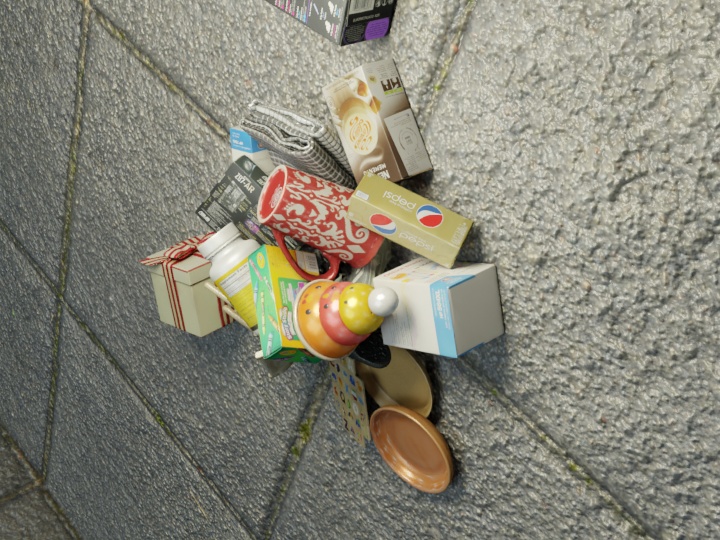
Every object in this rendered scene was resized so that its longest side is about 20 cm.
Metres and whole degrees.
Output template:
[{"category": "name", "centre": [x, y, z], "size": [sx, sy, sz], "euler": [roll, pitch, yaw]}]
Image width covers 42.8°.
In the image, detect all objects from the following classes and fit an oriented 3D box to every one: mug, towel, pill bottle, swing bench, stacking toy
[{"category": "mug", "centre": [-0.073, -0.079, 1.598], "size": [0.133, 0.200, 0.178], "euler": [-10, 62, 60]}, {"category": "towel", "centre": [-0.110, -0.222, 1.656], "size": [0.200, 0.166, 0.086], "euler": [26, 84, 36]}, {"category": "pill bottle", "centre": [-0.210, 0.013, 1.714], "size": [0.200, 0.111, 0.111], "euler": [53, 140, -6]}, {"category": "swing bench", "centre": [-0.197, 0.095, 1.880], "size": [0.200, 0.130, 0.199], "euler": [52, 171, 15]}, {"category": "stacking toy", "centre": [-0.006, 0.064, 1.545], "size": [0.200, 0.146, 0.146], "euler": [-24, 90, 47]}]

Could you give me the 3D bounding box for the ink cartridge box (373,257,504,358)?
[{"category": "ink cartridge box", "centre": [0.123, 0.058, 1.571], "size": [0.200, 0.128, 0.125], "euler": [7, 112, 46]}]

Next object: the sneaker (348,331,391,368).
[{"category": "sneaker", "centre": [-0.028, 0.133, 1.712], "size": [0.200, 0.060, 0.104], "euler": [30, 156, 16]}]

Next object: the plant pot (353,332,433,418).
[{"category": "plant pot", "centre": [0.067, 0.200, 1.760], "size": [0.200, 0.027, 0.200], "euler": [31, 138, 32]}]

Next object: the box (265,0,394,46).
[{"category": "box", "centre": [-0.051, -0.467, 1.516], "size": [0.200, 0.122, 0.106], "euler": [38, 133, 29]}]

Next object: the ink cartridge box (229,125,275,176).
[{"category": "ink cartridge box", "centre": [-0.184, -0.189, 1.798], "size": [0.067, 0.116, 0.200], "euler": [19, 121, 41]}]

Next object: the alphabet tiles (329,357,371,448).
[{"category": "alphabet tiles", "centre": [-0.023, 0.255, 1.879], "size": [0.166, 0.006, 0.200], "euler": [31, 132, 61]}]

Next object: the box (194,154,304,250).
[{"category": "box", "centre": [-0.198, -0.096, 1.743], "size": [0.200, 0.044, 0.160], "euler": [43, 127, -2]}]

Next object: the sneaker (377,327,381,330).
[{"category": "sneaker", "centre": [0.006, 0.075, 1.765], "size": [0.200, 0.074, 0.088], "euler": [-11, 88, 39]}]

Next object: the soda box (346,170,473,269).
[{"category": "soda box", "centre": [0.081, -0.084, 1.530], "size": [0.200, 0.064, 0.068], "euler": [27, 148, 6]}]

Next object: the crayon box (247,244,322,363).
[{"category": "crayon box", "centre": [-0.125, 0.060, 1.637], "size": [0.058, 0.119, 0.200], "euler": [-33, 59, 40]}]

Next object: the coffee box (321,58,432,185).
[{"category": "coffee box", "centre": [0.028, -0.243, 1.568], "size": [0.114, 0.080, 0.200], "euler": [-18, 94, 50]}]

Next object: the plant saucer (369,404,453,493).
[{"category": "plant saucer", "centre": [0.104, 0.339, 1.776], "size": [0.200, 0.037, 0.200], "euler": [30, 139, 30]}]

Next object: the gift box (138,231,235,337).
[{"category": "gift box", "centre": [-0.372, 0.020, 2.054], "size": [0.200, 0.184, 0.187], "euler": [13, 120, 37]}]

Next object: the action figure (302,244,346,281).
[{"category": "action figure", "centre": [-0.089, -0.001, 1.786], "size": [0.102, 0.119, 0.200], "euler": [26, 146, -11]}]

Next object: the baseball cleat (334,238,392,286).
[{"category": "baseball cleat", "centre": [0.000, 0.000, 1.684], "size": [0.106, 0.070, 0.200], "euler": [12, 93, 32]}]
